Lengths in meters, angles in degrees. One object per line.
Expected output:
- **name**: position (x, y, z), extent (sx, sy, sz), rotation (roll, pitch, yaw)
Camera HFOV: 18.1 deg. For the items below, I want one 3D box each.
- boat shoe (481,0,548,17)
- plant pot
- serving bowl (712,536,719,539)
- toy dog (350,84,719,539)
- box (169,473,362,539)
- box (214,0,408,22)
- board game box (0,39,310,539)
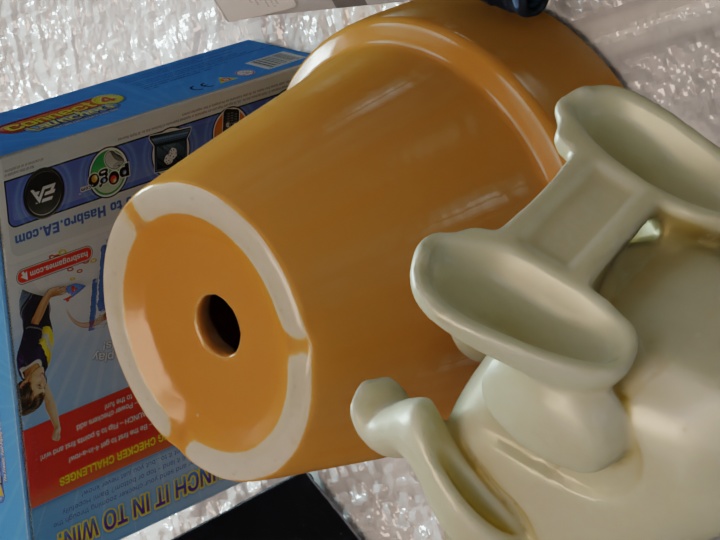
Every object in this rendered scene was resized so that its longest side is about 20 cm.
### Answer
- **boat shoe**: position (0.080, -0.184, 0.878), extent (0.069, 0.084, 0.201), rotation (40, 149, 18)
- **plant pot**: position (0.000, 0.000, 0.948), extent (0.199, 0.183, 0.202), rotation (21, 121, 39)
- **serving bowl**: position (0.210, 0.158, 0.883), extent (0.199, 0.066, 0.202), rotation (20, 120, 40)
- **toy dog**: position (0.095, 0.064, 0.820), extent (0.193, 0.140, 0.201), rotation (26, 138, 10)
- **box**: position (-0.097, 0.223, 1.136), extent (0.104, 0.199, 0.182), rotation (50, 136, 17)
- **box**: position (0.017, -0.159, 0.813), extent (0.198, 0.041, 0.156), rotation (-3, 148, 21)
- **board game box**: position (-0.099, 0.012, 1.046), extent (0.056, 0.199, 0.197), rotation (18, 118, 42)
